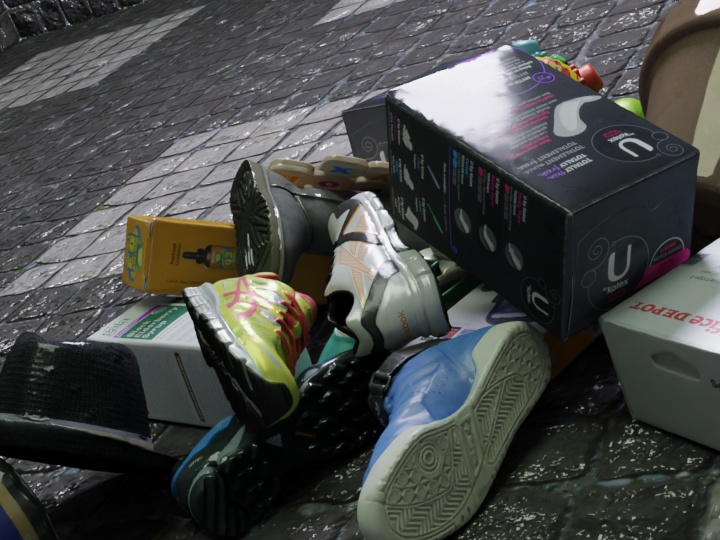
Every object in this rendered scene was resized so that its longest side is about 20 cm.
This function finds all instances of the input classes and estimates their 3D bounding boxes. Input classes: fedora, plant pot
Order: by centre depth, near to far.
[{"bbox_3d":[-0.218,0.099,1.106,0.198,0.093,0.201,7,-12,2],"label":"fedora"},{"bbox_3d":[0.287,-0.090,1.113,0.199,0.201,0.175,-1,44,43],"label":"plant pot"}]

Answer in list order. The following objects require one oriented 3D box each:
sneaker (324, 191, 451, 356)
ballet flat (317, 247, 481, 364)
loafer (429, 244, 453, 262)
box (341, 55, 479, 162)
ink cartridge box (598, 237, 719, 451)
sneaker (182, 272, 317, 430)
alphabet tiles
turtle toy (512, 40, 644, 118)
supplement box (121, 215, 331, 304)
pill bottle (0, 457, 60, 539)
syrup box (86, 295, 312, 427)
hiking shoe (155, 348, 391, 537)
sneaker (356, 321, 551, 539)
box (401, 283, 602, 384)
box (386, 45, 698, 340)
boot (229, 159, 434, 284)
[{"bbox_3d":[0.000,0.000,1.116,0.079,0.074,0.200,-22,26,-7],"label":"sneaker"},{"bbox_3d":[0.035,0.027,1.203,0.199,0.071,0.067,-29,23,-19],"label":"ballet flat"},{"bbox_3d":[0.132,-0.033,1.131,0.198,0.064,0.072,10,32,38],"label":"loafer"},{"bbox_3d":[0.092,-0.148,1.499,0.121,0.107,0.199,-6,16,38],"label":"box"},{"bbox_3d":[0.276,0.029,0.936,0.199,0.085,0.146,-30,21,-21],"label":"ink cartridge box"},{"bbox_3d":[-0.070,0.044,1.060,0.089,0.079,0.200,-20,26,-11],"label":"sneaker"},{"bbox_3d":[0.006,-0.076,1.382,0.198,0.015,0.196,7,-14,-11],"label":"alphabet tiles"},{"bbox_3d":[0.190,-0.146,1.387,0.198,0.101,0.146,24,53,3],"label":"turtle toy"},{"bbox_3d":[-0.113,-0.010,1.322,0.198,0.067,0.069,5,6,-32],"label":"supplement box"},{"bbox_3d":[-0.314,0.222,1.004,0.199,0.113,0.111,-35,25,-32],"label":"pill bottle"},{"bbox_3d":[-0.137,0.076,1.238,0.199,0.082,0.079,3,30,45],"label":"syrup box"},{"bbox_3d":[-0.059,0.112,1.078,0.199,0.075,0.086,-32,23,-25],"label":"hiking shoe"},{"bbox_3d":[0.039,0.113,0.986,0.111,0.077,0.200,-13,30,49],"label":"sneaker"},{"bbox_3d":[0.124,0.041,1.126,0.118,0.042,0.199,2,28,46],"label":"box"},{"bbox_3d":[0.122,-0.060,1.021,0.121,0.107,0.200,-24,40,-26],"label":"box"},{"bbox_3d":[-0.009,-0.023,1.281,0.073,0.198,0.183,-57,27,33],"label":"boot"}]
